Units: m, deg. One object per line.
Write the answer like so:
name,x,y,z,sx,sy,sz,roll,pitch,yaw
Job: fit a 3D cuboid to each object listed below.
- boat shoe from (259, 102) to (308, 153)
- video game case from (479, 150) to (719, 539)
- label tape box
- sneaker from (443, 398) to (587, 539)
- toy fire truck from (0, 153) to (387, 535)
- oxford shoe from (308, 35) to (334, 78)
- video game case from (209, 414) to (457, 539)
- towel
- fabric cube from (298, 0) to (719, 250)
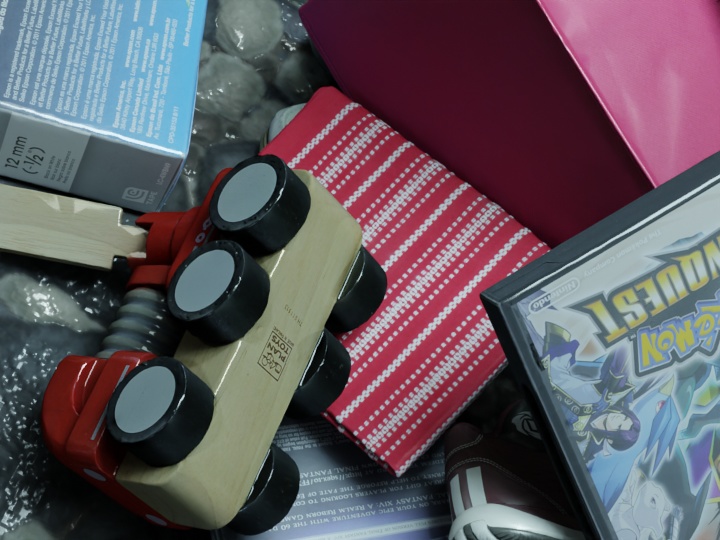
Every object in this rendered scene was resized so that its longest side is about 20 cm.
boat shoe,0.040,-0.081,0.998,0.200,0.068,0.075,0,59,-25
video game case,0.174,0.040,0.770,0.200,0.025,0.181,-30,112,-12
label tape box,-0.191,-0.127,0.923,0.200,0.066,0.143,14,54,-14
sneaker,0.124,0.120,0.856,0.200,0.076,0.116,22,37,-32
toy fire truck,-0.117,0.024,0.834,0.129,0.200,0.176,45,59,-40
oxford shoe,0.067,-0.138,1.040,0.200,0.084,0.073,10,58,-18
video game case,-0.001,0.139,0.834,0.143,0.019,0.200,-6,56,-17
towel,0.000,0.000,0.876,0.145,0.022,0.200,-46,61,-8
fabric cube,0.124,-0.133,0.896,0.200,0.199,0.196,-32,91,-28
